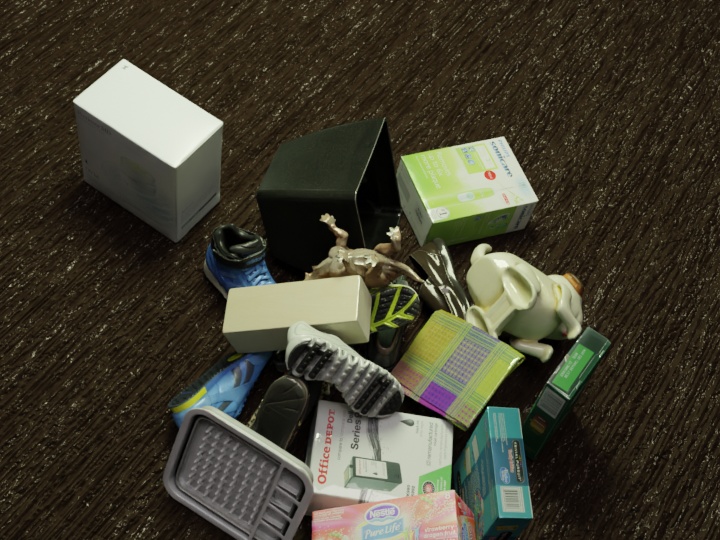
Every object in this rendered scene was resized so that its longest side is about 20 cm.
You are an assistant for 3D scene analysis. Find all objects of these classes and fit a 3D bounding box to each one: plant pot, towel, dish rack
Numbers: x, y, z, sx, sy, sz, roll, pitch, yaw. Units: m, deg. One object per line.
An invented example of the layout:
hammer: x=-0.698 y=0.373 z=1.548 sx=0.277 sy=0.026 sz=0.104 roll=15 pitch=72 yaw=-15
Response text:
plant pot: x=-0.051 y=-0.108 z=1.596 sx=0.177 sy=0.200 sz=0.200 roll=5 pitch=45 yaw=17
towel: x=0.134 y=0.142 z=1.484 sx=0.144 sy=0.023 sz=0.200 roll=-52 pitch=38 yaw=-11
dish rack: x=-0.159 y=0.276 z=1.355 sx=0.199 sy=0.172 sz=0.044 roll=30 pitch=32 yaw=9

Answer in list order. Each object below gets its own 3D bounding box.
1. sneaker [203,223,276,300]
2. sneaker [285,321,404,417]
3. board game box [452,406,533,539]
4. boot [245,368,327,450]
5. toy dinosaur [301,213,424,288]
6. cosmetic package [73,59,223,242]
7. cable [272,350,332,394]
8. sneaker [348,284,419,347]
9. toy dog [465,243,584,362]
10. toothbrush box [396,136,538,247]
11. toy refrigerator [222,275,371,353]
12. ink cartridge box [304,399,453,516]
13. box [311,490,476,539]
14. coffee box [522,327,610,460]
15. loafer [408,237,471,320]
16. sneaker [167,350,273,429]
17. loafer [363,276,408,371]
sneaker: x=-0.162 y=0.011 z=1.540 sx=0.077 sy=0.111 sz=0.200 roll=-27 pitch=60 yaw=-34
sneaker: x=-0.020 y=0.133 z=1.391 sx=0.200 sy=0.075 sz=0.081 roll=36 pitch=13 yaw=-27
board game box: x=0.175 y=0.297 z=1.369 sx=0.047 sy=0.200 sz=0.152 roll=4 pitch=56 yaw=-8
boot: x=-0.115 y=0.211 z=1.429 sx=0.073 sy=0.201 sz=0.151 roll=29 pitch=20 yaw=6
toy dinosaur: x=0.000 y=0.000 z=1.478 sx=0.199 sy=0.136 sz=0.086 roll=8 pitch=52 yaw=9
cosmetic package: x=-0.331 y=-0.185 z=1.596 sx=0.199 sy=0.200 sz=0.123 roll=33 pitch=57 yaw=12
cable: x=-0.070 y=0.109 z=1.559 sx=0.097 sy=0.050 sz=0.200 roll=5 pitch=42 yaw=13
sneaker: x=-0.007 y=0.072 z=1.515 sx=0.199 sy=0.076 sz=0.076 roll=-13 pitch=95 yaw=5
toy dog: x=0.260 y=0.053 z=1.570 sx=0.199 sy=0.140 sz=0.194 roll=13 pitch=29 yaw=-37
toothbrush box: x=0.176 y=-0.132 z=1.725 sx=0.199 sy=0.086 sz=0.146 roll=-11 pitch=60 yaw=-19
toy refrigerator: x=-0.088 y=0.065 z=1.446 sx=0.199 sy=0.070 sz=0.076 roll=-7 pitch=55 yaw=16
ink cartridge box: x=0.023 y=0.277 z=1.424 sx=0.199 sy=0.084 sz=0.146 roll=9 pitch=55 yaw=-5
box: x=0.044 y=0.358 z=1.316 sx=0.199 sy=0.103 sz=0.095 roll=-13 pitch=55 yaw=17
coffee box: x=0.288 y=0.182 z=1.468 sx=0.044 sy=0.200 sz=0.123 roll=34 pitch=59 yaw=16
loafer: x=0.128 y=0.044 z=1.616 sx=0.071 sy=0.073 sz=0.201 roll=-15 pitch=57 yaw=-6
sneaker: x=-0.191 y=0.175 z=1.477 sx=0.200 sy=0.066 sz=0.079 roll=-40 pitch=106 yaw=-40
loafer: x=0.046 y=0.062 z=1.585 sx=0.071 sy=0.063 sz=0.201 roll=9 pitch=56 yaw=-4
